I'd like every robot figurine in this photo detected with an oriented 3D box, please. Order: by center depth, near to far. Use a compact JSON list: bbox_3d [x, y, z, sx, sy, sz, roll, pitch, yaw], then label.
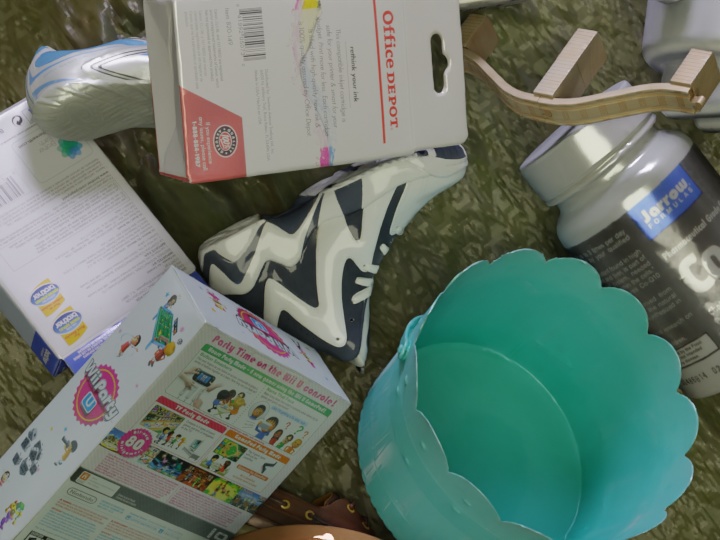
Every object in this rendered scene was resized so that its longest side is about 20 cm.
[{"bbox_3d":[0.251,-0.196,1.100,0.169,0.112,0.202,13,82,-47],"label":"robot figurine"}]

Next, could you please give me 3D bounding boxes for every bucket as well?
[{"bbox_3d":[0.102,0.102,1.083,0.206,0.135,0.209,10,63,-21],"label":"bucket"}]

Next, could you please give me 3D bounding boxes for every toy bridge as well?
[{"bbox_3d":[0.138,-0.126,1.079,0.067,0.199,0.027,-53,137,-24],"label":"toy bridge"}]

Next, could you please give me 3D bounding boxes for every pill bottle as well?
[{"bbox_3d":[0.206,-0.023,1.122,0.114,0.114,0.200,-40,95,2],"label":"pill bottle"}]

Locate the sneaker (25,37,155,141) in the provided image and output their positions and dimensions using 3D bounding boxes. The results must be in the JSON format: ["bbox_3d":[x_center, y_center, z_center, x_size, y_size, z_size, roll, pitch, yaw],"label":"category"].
[{"bbox_3d":[-0.127,-0.128,1.118,0.198,0.072,0.073,-1,53,-19],"label":"sneaker"}]

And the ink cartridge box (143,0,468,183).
[{"bbox_3d":[-0.033,-0.128,1.071,0.199,0.067,0.117,-8,101,-23],"label":"ink cartridge box"}]

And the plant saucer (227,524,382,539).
[{"bbox_3d":[-0.030,0.256,1.128,0.198,0.038,0.201,4,128,5],"label":"plant saucer"}]

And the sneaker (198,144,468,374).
[{"bbox_3d":[0.000,0.000,1.138,0.198,0.079,0.130,-27,101,-4],"label":"sneaker"}]

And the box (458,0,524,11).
[{"bbox_3d":[0.064,-0.278,1.117,0.081,0.068,0.202,-7,95,-2],"label":"box"}]

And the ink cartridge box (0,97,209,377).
[{"bbox_3d":[-0.197,-0.016,1.101,0.119,0.042,0.200,-35,79,-30],"label":"ink cartridge box"}]

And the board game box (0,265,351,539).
[{"bbox_3d":[-0.125,0.114,1.056,0.200,0.064,0.147,-47,135,10],"label":"board game box"}]

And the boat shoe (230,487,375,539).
[{"bbox_3d":[-0.020,0.189,1.155,0.199,0.072,0.068,21,67,-12],"label":"boat shoe"}]
